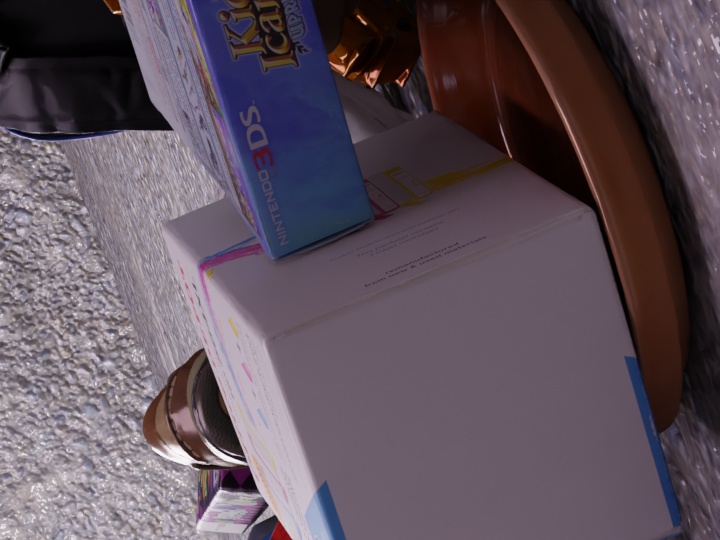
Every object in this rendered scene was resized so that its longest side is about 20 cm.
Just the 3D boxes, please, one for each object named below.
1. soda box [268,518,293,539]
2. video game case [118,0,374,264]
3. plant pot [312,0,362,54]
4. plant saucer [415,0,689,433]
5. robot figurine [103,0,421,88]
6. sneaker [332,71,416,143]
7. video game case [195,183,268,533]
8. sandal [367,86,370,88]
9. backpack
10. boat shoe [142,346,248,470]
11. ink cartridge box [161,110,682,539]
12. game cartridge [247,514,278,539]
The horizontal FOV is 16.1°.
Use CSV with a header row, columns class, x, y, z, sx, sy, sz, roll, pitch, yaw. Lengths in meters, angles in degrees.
class,x,y,z,sx,sy,sz,roll,pitch,yaw
soda box,0.050,0.163,1.038,0.064,0.199,0.070,-66,25,13
video game case,-0.064,-0.128,0.931,0.181,0.045,0.201,-127,19,-61
plant pot,-0.028,-0.188,1.005,0.201,0.092,0.202,158,90,-80
plant saucer,0.074,-0.032,0.960,0.200,0.032,0.202,159,90,-81
robot figurine,-0.055,-0.124,1.187,0.200,0.058,0.146,45,124,32
sneaker,0.000,0.000,1.087,0.078,0.100,0.200,-12,127,47
video game case,-0.067,0.038,1.438,0.181,0.036,0.202,122,150,-76
sandal,-0.021,-0.058,1.250,0.054,0.080,0.201,-27,77,41
backpack,-0.134,-0.164,1.339,0.154,0.189,0.201,-105,-2,-64
boat shoe,-0.018,0.047,1.163,0.074,0.199,0.076,-21,81,43
ink cartridge box,0.015,0.033,0.960,0.200,0.125,0.129,-140,29,-69
game cartridge,0.005,0.146,1.402,0.041,0.133,0.200,62,170,-8
